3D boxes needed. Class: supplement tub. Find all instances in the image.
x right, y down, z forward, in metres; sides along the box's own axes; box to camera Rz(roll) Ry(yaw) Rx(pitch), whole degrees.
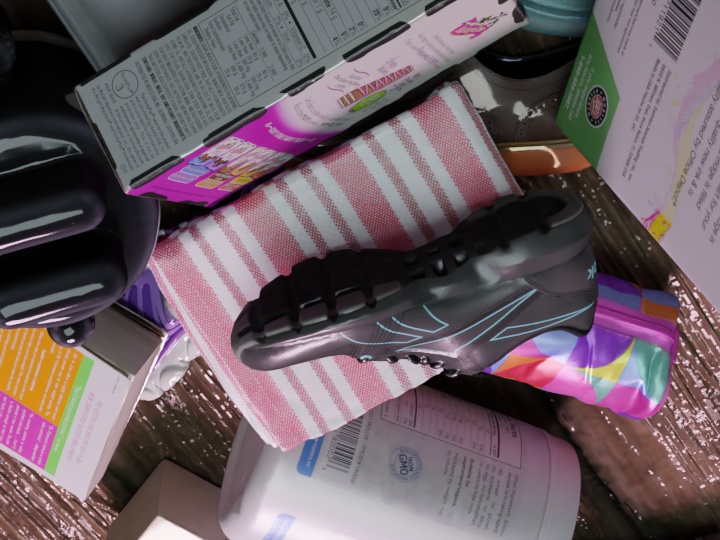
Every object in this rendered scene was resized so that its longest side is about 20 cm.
[{"bbox_3d":[0.022,0.135,1.005,0.199,0.132,0.132,21,124,-12],"label":"supplement tub"}]

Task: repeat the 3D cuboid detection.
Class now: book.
[{"bbox_3d":[-0.229,0.043,0.966,0.199,0.048,0.134,31,129,3],"label":"book"}]

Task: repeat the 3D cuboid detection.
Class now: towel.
[{"bbox_3d":[0.000,0.000,0.875,0.199,0.030,0.147,-28,115,7],"label":"towel"}]

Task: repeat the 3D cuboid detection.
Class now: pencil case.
[{"bbox_3d":[0.094,0.025,0.950,0.198,0.089,0.089,17,125,-13],"label":"pencil case"}]

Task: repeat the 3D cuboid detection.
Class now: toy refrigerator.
[{"bbox_3d":[-0.074,0.216,1.106,0.199,0.070,0.076,31,114,-19],"label":"toy refrigerator"}]

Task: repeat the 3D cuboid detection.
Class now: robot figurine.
[{"bbox_3d":[-0.173,-0.048,0.839,0.124,0.200,0.151,20,111,-25],"label":"robot figurine"}]

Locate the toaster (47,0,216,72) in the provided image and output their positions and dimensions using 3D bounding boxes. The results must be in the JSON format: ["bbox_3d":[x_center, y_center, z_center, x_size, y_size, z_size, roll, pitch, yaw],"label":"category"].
[{"bbox_3d":[-0.089,-0.194,0.787,0.199,0.114,0.129,-30,117,23],"label":"toaster"}]

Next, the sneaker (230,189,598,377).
[{"bbox_3d":[0.032,0.025,0.833,0.198,0.076,0.080,-16,117,2],"label":"sneaker"}]

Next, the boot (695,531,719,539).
[{"bbox_3d":[0.172,0.270,1.130,0.198,0.073,0.183,-16,110,5],"label":"boot"}]

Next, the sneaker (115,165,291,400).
[{"bbox_3d":[-0.105,-0.001,0.948,0.083,0.081,0.200,36,120,-15],"label":"sneaker"}]

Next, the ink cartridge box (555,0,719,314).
[{"bbox_3d":[0.194,-0.074,0.769,0.083,0.200,0.146,-9,135,-28],"label":"ink cartridge box"}]

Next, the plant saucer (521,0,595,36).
[{"bbox_3d":[0.118,-0.206,0.822,0.198,0.028,0.201,2,125,2],"label":"plant saucer"}]

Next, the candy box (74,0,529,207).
[{"bbox_3d":[-0.023,-0.106,0.778,0.199,0.136,0.061,-28,84,10],"label":"candy box"}]

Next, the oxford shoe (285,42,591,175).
[{"bbox_3d":[0.035,-0.094,0.886,0.198,0.071,0.073,-4,116,-5],"label":"oxford shoe"}]
